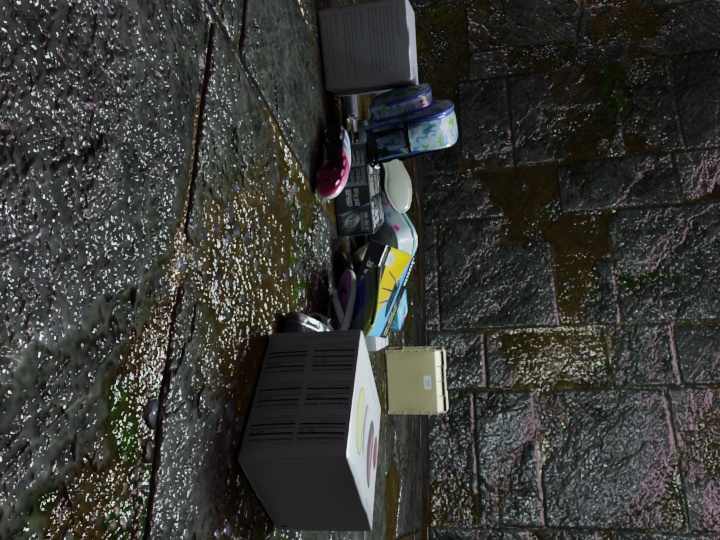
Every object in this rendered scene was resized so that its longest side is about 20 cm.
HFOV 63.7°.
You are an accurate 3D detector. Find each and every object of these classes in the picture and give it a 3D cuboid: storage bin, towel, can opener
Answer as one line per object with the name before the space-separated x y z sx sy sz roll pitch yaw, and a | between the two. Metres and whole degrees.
storage bin | 0.181 0.350 1.857 0.094 0.193 0.206 10 77 -74
towel | -0.013 0.092 1.141 0.200 0.022 0.146 130 -28 -52
can opener | -0.009 -0.400 1.441 0.053 0.065 0.206 -28 114 -78

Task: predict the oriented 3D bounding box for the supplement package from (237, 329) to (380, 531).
supplement package | -0.058 0.227 0.824 0.203 0.143 0.194 -82 164 -47

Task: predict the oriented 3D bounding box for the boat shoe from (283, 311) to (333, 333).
boat shoe | -0.071 0.107 0.972 0.200 0.070 0.073 38 54 -72

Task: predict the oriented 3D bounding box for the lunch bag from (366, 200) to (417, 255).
lunch bag | 0.083 -0.073 1.527 0.162 0.076 0.202 58 -22 30

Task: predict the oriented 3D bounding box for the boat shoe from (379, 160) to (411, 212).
boat shoe | 0.076 -0.238 1.448 0.060 0.070 0.207 146 -71 -73

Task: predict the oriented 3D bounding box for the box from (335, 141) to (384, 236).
box | -0.004 -0.195 1.359 0.164 0.084 0.205 -52 137 -73

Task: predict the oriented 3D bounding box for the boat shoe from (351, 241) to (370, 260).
boat shoe | 0.037 -0.005 1.499 0.071 0.064 0.201 43 -8 26

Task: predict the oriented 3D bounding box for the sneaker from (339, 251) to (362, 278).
sneaker | 0.000 0.000 1.337 0.200 0.079 0.076 35 52 -75

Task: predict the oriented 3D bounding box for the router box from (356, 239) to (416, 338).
router box | 0.042 0.045 1.308 0.148 0.050 0.204 16 96 -56

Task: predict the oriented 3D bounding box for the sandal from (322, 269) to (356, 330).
sandal | -0.048 0.083 1.138 0.082 0.049 0.207 -41 -146 53

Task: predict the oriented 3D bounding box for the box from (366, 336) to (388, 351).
box | 0.040 0.135 1.603 0.200 0.040 0.160 13 73 -77

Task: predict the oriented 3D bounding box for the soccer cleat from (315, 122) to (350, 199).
soccer cleat | -0.046 -0.211 1.188 0.087 0.068 0.204 64 24 -51

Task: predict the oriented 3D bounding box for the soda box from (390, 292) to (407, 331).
soda box | 0.087 0.106 1.591 0.200 0.062 0.070 -44 128 -74

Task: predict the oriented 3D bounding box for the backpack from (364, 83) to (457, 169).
backpack | 0.114 -0.329 1.286 0.184 0.195 0.150 -69 152 -61

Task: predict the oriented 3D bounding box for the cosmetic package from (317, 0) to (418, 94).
cosmetic package | 0.024 -0.494 1.303 0.166 0.195 0.172 -46 132 -74

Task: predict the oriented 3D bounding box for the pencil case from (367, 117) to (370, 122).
pencil case | 0.058 -0.351 1.719 0.084 0.083 0.205 -54 140 -70
